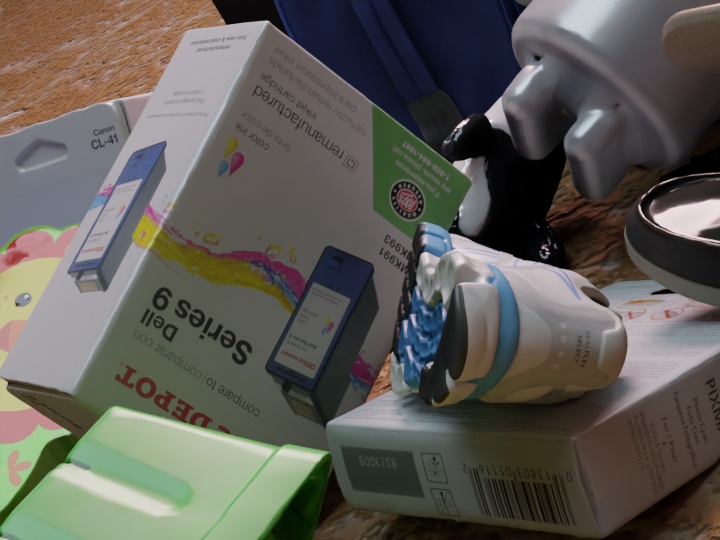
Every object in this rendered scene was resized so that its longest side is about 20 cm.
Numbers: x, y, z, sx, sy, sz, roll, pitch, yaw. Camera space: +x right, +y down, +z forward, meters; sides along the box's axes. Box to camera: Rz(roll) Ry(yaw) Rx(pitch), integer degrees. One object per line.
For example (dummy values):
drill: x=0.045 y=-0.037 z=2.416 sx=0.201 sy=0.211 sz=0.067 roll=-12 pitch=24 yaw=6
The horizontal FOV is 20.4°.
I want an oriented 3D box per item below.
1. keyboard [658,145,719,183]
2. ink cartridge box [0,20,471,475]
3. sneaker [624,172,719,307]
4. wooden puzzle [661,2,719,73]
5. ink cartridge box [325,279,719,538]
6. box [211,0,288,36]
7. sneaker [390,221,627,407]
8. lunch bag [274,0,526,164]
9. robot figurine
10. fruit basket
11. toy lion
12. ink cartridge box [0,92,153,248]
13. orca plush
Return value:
keyboard: x=0.199 y=-0.044 z=0.963 sx=0.104 sy=0.040 sz=0.200 roll=-31 pitch=17 yaw=-9
ink cartridge box: x=-0.057 y=0.005 z=0.956 sx=0.087 sy=0.145 sz=0.201 roll=5 pitch=63 yaw=57
sneaker: x=0.194 y=-0.043 z=0.821 sx=0.199 sy=0.107 sz=0.075 roll=4 pitch=39 yaw=34
wooden puzzle: x=0.260 y=-0.089 z=0.866 sx=0.199 sy=0.037 sz=0.185 roll=7 pitch=-7 yaw=-39
ink cartridge box: x=0.109 y=0.053 z=0.888 sx=0.199 sy=0.048 sz=0.160 roll=-23 pitch=13 yaw=-37
box: x=0.019 y=-0.215 z=1.505 sx=0.148 sy=0.125 sz=0.200 roll=-6 pitch=31 yaw=46
sneaker: x=0.062 y=0.026 z=0.837 sx=0.086 sy=0.075 sz=0.200 roll=7 pitch=7 yaw=-7
lunch bag: x=0.031 y=-0.157 z=1.234 sx=0.135 sy=0.201 sz=0.132 roll=-24 pitch=18 yaw=12
robot figurine: x=0.156 y=-0.134 z=1.032 sx=0.200 sy=0.169 sz=0.113 roll=-50 pitch=-19 yaw=-9
fruit basket: x=-0.057 y=0.164 z=0.739 sx=0.214 sy=0.156 sz=0.216 roll=7 pitch=45 yaw=-7
toy lion: x=-0.191 y=0.064 z=1.034 sx=0.191 sy=0.069 sz=0.201 roll=-6 pitch=52 yaw=14
ink cartridge box: x=-0.147 y=-0.070 z=1.347 sx=0.147 sy=0.086 sz=0.200 roll=-15 pitch=4 yaw=32
orca plush: x=0.072 y=-0.019 z=1.048 sx=0.071 sy=0.106 sz=0.200 roll=18 pitch=39 yaw=22
